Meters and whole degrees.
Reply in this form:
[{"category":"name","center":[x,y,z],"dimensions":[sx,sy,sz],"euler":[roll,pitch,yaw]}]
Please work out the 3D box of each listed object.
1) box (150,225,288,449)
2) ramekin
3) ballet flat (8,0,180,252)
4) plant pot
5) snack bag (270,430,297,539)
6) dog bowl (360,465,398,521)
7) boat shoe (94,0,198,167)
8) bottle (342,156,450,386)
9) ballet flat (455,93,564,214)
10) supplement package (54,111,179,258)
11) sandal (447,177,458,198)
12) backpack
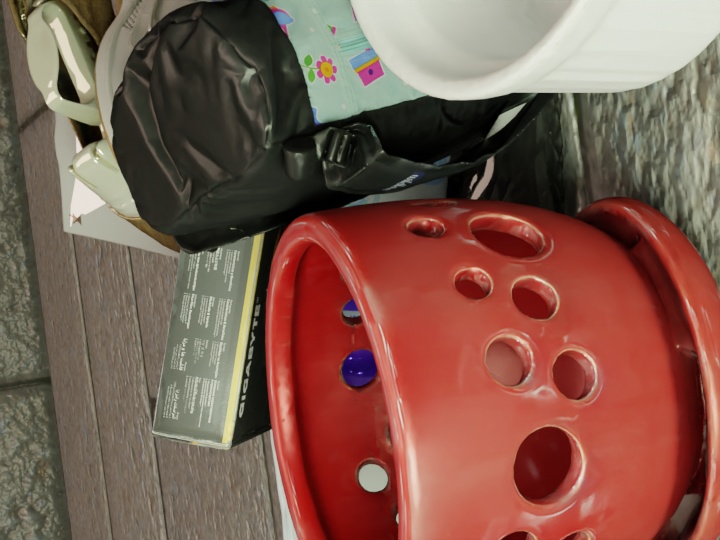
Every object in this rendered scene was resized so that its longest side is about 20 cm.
[{"category":"box","center":[-0.062,-0.008,1.152],"dimensions":[0.160,0.049,0.201],"euler":[-5,-75,-83]},{"category":"ramekin","center":[0.084,-0.168,0.865],"dimensions":[0.200,0.098,0.201],"euler":[-4,85,55]},{"category":"ballet flat","center":[-0.149,-0.091,1.190],"dimensions":[0.068,0.072,0.200],"euler":[-30,83,33]},{"category":"plant pot","center":[0.068,0.060,0.948],"dimensions":[0.200,0.182,0.201],"euler":[171,90,-74]},{"category":"snack bag","center":[-0.019,0.067,1.336],"dimensions":[0.189,0.021,0.201],"euler":[-35,-58,-66]},{"category":"dog bowl","center":[0.045,0.180,1.199],"dimensions":[0.200,0.079,0.201],"euler":[26,120,57]},{"category":"boat shoe","center":[-0.099,-0.125,1.153],"dimensions":[0.071,0.069,0.200],"euler":[48,-149,-42]},{"category":"bottle","center":[0.000,0.000,1.117],"dimensions":[0.065,0.083,0.201],"euler":[-143,57,-63]},{"category":"ballet flat","center":[0.084,-0.057,1.102],"dimensions":[0.057,0.066,0.200],"euler":[-44,-40,-59]},{"category":"supplement package","center":[-0.086,-0.096,1.320],"dimensions":[0.120,0.200,0.122],"euler":[13,115,33]},{"category":"sandal","center":[0.044,-0.018,1.259],"dimensions":[0.200,0.043,0.076],"euler":[-177,89,-78]},{"category":"backpack","center":[-0.005,-0.096,0.981],"dimensions":[0.167,0.200,0.127],"euler":[-16,93,58]}]
